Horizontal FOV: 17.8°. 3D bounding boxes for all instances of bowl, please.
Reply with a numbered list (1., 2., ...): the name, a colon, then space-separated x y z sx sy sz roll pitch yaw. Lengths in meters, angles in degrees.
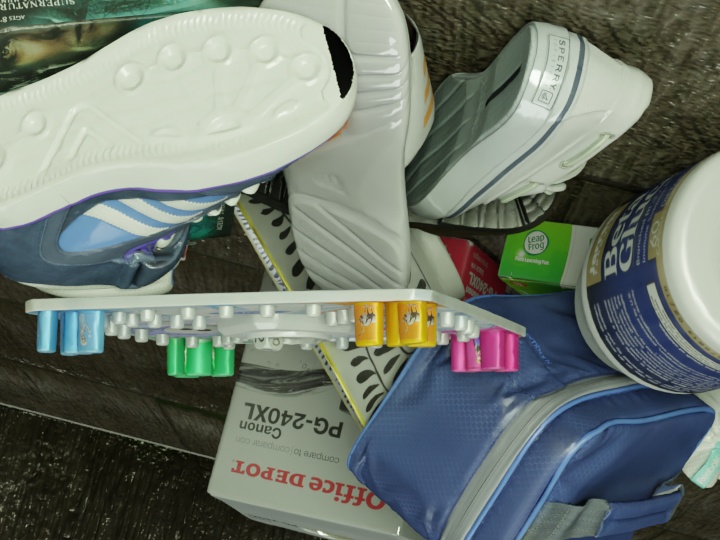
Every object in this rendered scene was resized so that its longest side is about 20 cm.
1. bowl: 0.000 0.000 1.340 0.201 0.094 0.201 59 177 4

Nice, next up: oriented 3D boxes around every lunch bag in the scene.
1. lunch bag: 0.109 0.103 1.300 0.132 0.136 0.200 44 -155 25

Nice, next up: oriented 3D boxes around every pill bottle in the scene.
1. pill bottle: 0.177 0.005 1.173 0.110 0.112 0.200 16 168 -10

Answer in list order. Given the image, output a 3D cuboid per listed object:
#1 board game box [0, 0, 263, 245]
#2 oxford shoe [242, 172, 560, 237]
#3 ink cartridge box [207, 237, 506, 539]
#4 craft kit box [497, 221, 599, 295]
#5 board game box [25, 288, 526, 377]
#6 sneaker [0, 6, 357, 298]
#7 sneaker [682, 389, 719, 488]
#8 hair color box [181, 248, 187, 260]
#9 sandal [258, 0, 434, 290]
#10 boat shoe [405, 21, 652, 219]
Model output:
1. board game box: -0.122 -0.071 1.109 0.134 0.028 0.200 -7 150 -12
2. oxford shoe: 0.009 -0.051 1.227 0.199 0.073 0.084 14 174 10
3. ink cartridge box: -0.001 0.076 1.517 0.144 0.201 0.083 9 168 24
4. craft kit box: 0.213 0.026 1.414 0.196 0.049 0.200 5 165 30
5. board game box: -0.036 0.034 1.135 0.199 0.026 0.200 -2 173 17
6. sneaker: -0.085 -0.046 1.060 0.199 0.081 0.147 -16 158 7
7. sneaker: 0.218 0.085 1.361 0.075 0.089 0.200 19 168 -15
8. hair color box: -0.175 -0.041 1.409 0.101 0.062 0.200 20 169 -21
9. sandal: -0.003 -0.070 1.082 0.079 0.059 0.207 16 139 17
10. boat shoe: 0.075 -0.059 1.088 0.066 0.074 0.200 18 168 -13
